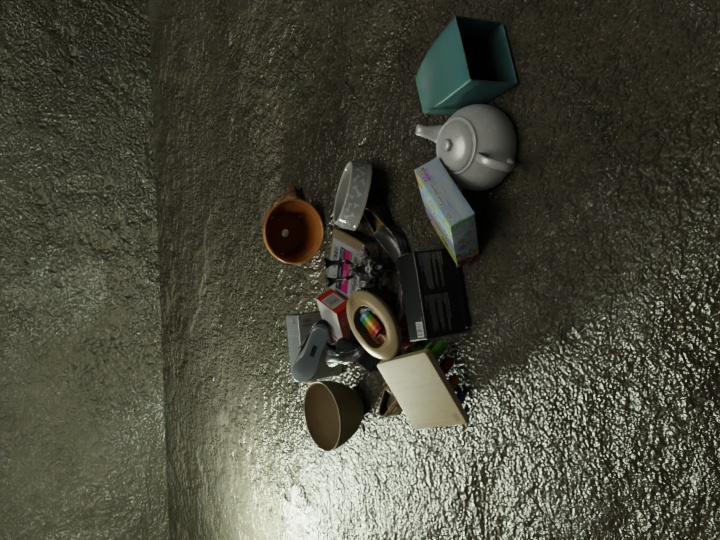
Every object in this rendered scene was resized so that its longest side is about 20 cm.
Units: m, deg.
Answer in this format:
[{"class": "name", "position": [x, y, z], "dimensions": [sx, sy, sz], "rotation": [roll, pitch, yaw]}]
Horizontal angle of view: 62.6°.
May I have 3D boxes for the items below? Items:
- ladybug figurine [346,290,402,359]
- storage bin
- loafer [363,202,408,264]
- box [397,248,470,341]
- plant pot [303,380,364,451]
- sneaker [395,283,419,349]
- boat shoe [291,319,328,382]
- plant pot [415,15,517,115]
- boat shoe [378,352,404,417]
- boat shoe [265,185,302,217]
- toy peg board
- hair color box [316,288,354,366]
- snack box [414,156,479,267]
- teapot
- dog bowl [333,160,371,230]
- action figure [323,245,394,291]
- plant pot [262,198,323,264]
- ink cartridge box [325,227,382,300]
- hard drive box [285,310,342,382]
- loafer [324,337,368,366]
[{"class": "ladybug figurine", "position": [0.040, 0.133, 1.519], "dimensions": [0.202, 0.071, 0.137], "rotation": [53, 127, 20]}, {"class": "storage bin", "position": [0.047, 0.160, 1.644], "dimensions": [0.134, 0.092, 0.206], "rotation": [30, 118, 48]}, {"class": "loafer", "position": [0.062, -0.098, 1.610], "dimensions": [0.203, 0.071, 0.073], "rotation": [60, 135, 29]}, {"class": "box", "position": [0.175, 0.056, 1.417], "dimensions": [0.078, 0.138, 0.207], "rotation": [-17, 80, 59]}, {"class": "plant pot", "position": [-0.065, 0.426, 1.790], "dimensions": [0.198, 0.132, 0.207], "rotation": [10, 103, 52]}, {"class": "sneaker", "position": [0.129, 0.111, 1.554], "dimensions": [0.075, 0.078, 0.206], "rotation": [-113, 31, -69]}, {"class": "boat shoe", "position": [-0.148, 0.235, 1.750], "dimensions": [0.068, 0.072, 0.204], "rotation": [-89, 17, -66]}, {"class": "plant pot", "position": [0.219, -0.435, 1.318], "dimensions": [0.199, 0.138, 0.146], "rotation": [-26, 73, 58]}, {"class": "boat shoe", "position": [0.099, 0.317, 1.613], "dimensions": [0.071, 0.063, 0.205], "rotation": [37, 122, 44]}, {"class": "boat shoe", "position": [-0.267, -0.223, 2.046], "dimensions": [0.198, 0.071, 0.070], "rotation": [-32, 64, 44]}, {"class": "toy peg board", "position": [0.174, 0.278, 1.488], "dimensions": [0.198, 0.097, 0.202], "rotation": [-24, 100, 52]}, {"class": "hair color box", "position": [-0.057, 0.169, 1.746], "dimensions": [0.110, 0.063, 0.204], "rotation": [31, 142, 46]}, {"class": "snack box", "position": [0.197, -0.128, 1.337], "dimensions": [0.171, 0.066, 0.201], "rotation": [62, 180, 29]}, {"class": "teapot", "position": [0.237, -0.269, 1.297], "dimensions": [0.198, 0.143, 0.203], "rotation": [-29, 71, 49]}, {"class": "dog bowl", "position": [-0.026, -0.211, 1.655], "dimensions": [0.200, 0.057, 0.206], "rotation": [-167, 89, -77]}, {"class": "action figure", "position": [0.000, 0.000, 1.595], "dimensions": [0.102, 0.193, 0.123], "rotation": [-139, 43, -82]}, {"class": "plant pot", "position": [-0.229, -0.123, 1.921], "dimensions": [0.139, 0.194, 0.207], "rotation": [-179, 85, -69]}, {"class": "ink cartridge box", "position": [-0.022, -0.006, 1.733], "dimensions": [0.163, 0.073, 0.206], "rotation": [28, 115, 49]}, {"class": "hard drive box", "position": [-0.145, 0.233, 1.858], "dimensions": [0.076, 0.153, 0.207], "rotation": [-7, 88, 52]}, {"class": "loafer", "position": [-0.044, 0.222, 1.641], "dimensions": [0.199, 0.067, 0.072], "rotation": [-21, 85, 56]}]
